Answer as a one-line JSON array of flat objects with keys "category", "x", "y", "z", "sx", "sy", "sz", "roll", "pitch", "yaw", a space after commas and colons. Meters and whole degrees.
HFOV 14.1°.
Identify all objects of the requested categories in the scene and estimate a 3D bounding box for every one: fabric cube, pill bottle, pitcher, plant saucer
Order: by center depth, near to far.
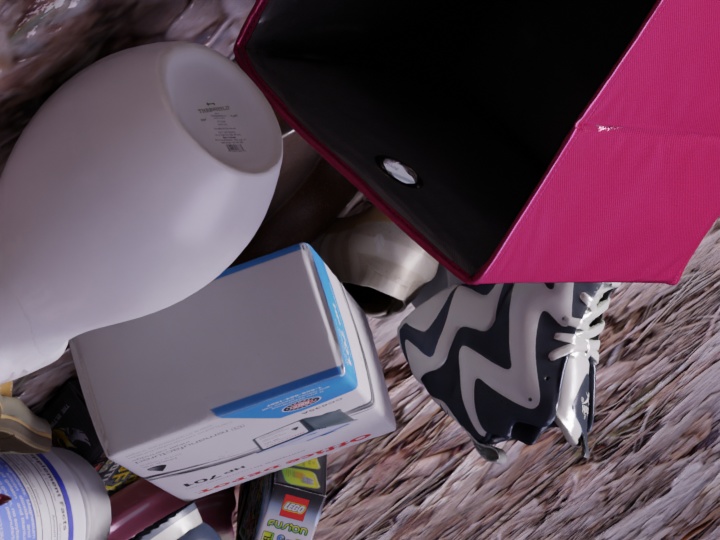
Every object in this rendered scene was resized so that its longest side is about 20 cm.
[{"category": "fabric cube", "x": 0.096, "y": -0.125, "z": 1.458, "sx": 0.199, "sy": 0.196, "sz": 0.200, "roll": 0, "pitch": 129, "yaw": -55}, {"category": "pitcher", "x": -0.118, "y": -0.029, "z": 1.478, "sx": 0.200, "sy": 0.122, "sz": 0.171, "roll": -39, "pitch": 166, "yaw": 32}, {"category": "plant saucer", "x": -0.075, "y": -0.034, "z": 1.690, "sx": 0.200, "sy": 0.035, "sz": 0.200, "roll": -36, "pitch": 164, "yaw": -12}, {"category": "pill bottle", "x": -0.231, "y": 0.152, "z": 1.703, "sx": 0.112, "sy": 0.112, "sz": 0.200, "roll": -45, "pitch": 164, "yaw": 20}, {"category": "plant saucer", "x": -0.157, "y": 0.204, "z": 1.930, "sx": 0.200, "sy": 0.051, "sz": 0.201, "roll": -37, "pitch": 163, "yaw": -13}]

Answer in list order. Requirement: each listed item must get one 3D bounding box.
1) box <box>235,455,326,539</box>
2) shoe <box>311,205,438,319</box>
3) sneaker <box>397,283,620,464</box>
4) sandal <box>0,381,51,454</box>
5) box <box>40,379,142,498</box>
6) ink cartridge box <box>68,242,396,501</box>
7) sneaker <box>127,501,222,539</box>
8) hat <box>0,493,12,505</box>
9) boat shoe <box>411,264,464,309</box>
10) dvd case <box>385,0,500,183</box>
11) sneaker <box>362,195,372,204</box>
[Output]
[{"category": "box", "x": -0.052, "y": 0.143, "z": 1.879, "sx": 0.200, "sy": 0.035, "sz": 0.111, "roll": -90, "pitch": -163, "yaw": -68}, {"category": "shoe", "x": 0.000, "y": 0.000, "z": 1.796, "sx": 0.200, "sy": 0.070, "sz": 0.054, "roll": 153, "pitch": -48, "yaw": -74}, {"category": "sneaker", "x": 0.129, "y": 0.040, "z": 1.726, "sx": 0.199, "sy": 0.130, "sz": 0.079, "roll": -32, "pitch": 160, "yaw": 11}, {"category": "sandal", "x": -0.217, "y": 0.060, "z": 1.579, "sx": 0.080, "sy": 0.054, "sz": 0.200, "roll": 3, "pitch": 167, "yaw": 13}, {"category": "box", "x": -0.179, "y": 0.140, "z": 1.890, "sx": 0.200, "sy": 0.048, "sz": 0.158, "roll": -49, "pitch": 160, "yaw": 29}, {"category": "ink cartridge box", "x": -0.070, "y": 0.063, "z": 1.692, "sx": 0.146, "sy": 0.086, "sz": 0.200, "roll": -20, "pitch": 164, "yaw": 5}, {"category": "sneaker", "x": -0.157, "y": 0.228, "z": 1.755, "sx": 0.200, "sy": 0.082, "sz": 0.070, "roll": -37, "pitch": -177, "yaw": -14}, {"category": "hat", "x": -0.271, "y": 0.119, "z": 1.400, "sx": 0.165, "sy": 0.176, "sz": 0.200, "roll": -30, "pitch": 158, "yaw": -13}, {"category": "boat shoe", "x": 0.054, "y": -0.010, "z": 1.864, "sx": 0.056, "sy": 0.069, "sz": 0.200, "roll": -6, "pitch": -176, "yaw": -11}, {"category": "dvd case", "x": 0.096, "y": -0.114, "z": 1.633, "sx": 0.201, "sy": 0.150, "sz": 0.025, "roll": -59, "pitch": -161, "yaw": 23}, {"category": "sneaker", "x": 0.048, "y": -0.079, "z": 1.772, "sx": 0.077, "sy": 0.082, "sz": 0.200, "roll": 3, "pitch": -177, "yaw": 11}]
